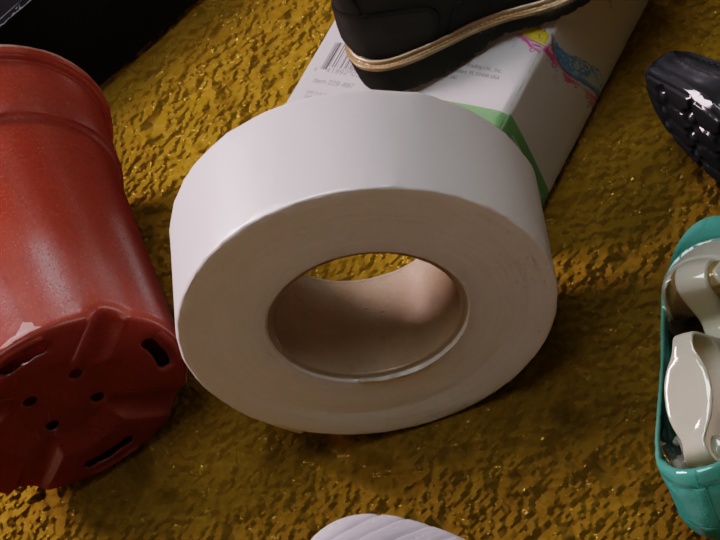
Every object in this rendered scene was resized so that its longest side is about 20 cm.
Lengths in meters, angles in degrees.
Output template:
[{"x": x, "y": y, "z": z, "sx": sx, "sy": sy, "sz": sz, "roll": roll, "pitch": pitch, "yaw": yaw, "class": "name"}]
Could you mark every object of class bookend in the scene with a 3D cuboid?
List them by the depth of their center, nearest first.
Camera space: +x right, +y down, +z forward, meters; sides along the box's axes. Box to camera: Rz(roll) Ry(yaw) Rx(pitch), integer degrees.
[{"x": -0.238, "y": -0.200, "z": 1.537, "sx": 0.199, "sy": 0.092, "sz": 0.200, "roll": -42, "pitch": 46, "yaw": -6, "class": "bookend"}]

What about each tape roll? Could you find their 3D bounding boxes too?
[{"x": 0.000, "y": 0.000, "z": 1.180, "sx": 0.202, "sy": 0.203, "sz": 0.071, "roll": -20, "pitch": 49, "yaw": 14, "class": "tape roll"}]

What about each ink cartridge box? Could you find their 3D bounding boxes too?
[{"x": 0.061, "y": -0.122, "z": 1.318, "sx": 0.145, "sy": 0.088, "sz": 0.200, "roll": 12, "pitch": 63, "yaw": 33, "class": "ink cartridge box"}]

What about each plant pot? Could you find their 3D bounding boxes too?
[{"x": -0.202, "y": 0.010, "z": 1.301, "sx": 0.200, "sy": 0.201, "sz": 0.196, "roll": -32, "pitch": 55, "yaw": 2, "class": "plant pot"}]

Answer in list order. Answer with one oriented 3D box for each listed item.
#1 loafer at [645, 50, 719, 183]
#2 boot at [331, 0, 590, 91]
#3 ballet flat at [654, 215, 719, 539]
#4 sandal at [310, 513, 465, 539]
[{"x": 0.238, "y": -0.068, "z": 1.197, "sx": 0.070, "sy": 0.068, "sz": 0.200, "roll": -43, "pitch": 52, "yaw": -17, "class": "loafer"}, {"x": 0.065, "y": -0.195, "z": 1.222, "sx": 0.200, "sy": 0.138, "sz": 0.077, "roll": -35, "pitch": 48, "yaw": -5, "class": "boot"}, {"x": 0.180, "y": 0.037, "z": 1.141, "sx": 0.067, "sy": 0.070, "sz": 0.201, "roll": -11, "pitch": 51, "yaw": 21, "class": "ballet flat"}, {"x": 0.069, "y": 0.175, "z": 1.101, "sx": 0.206, "sy": 0.059, "sz": 0.079, "roll": 17, "pitch": 36, "yaw": 26, "class": "sandal"}]
